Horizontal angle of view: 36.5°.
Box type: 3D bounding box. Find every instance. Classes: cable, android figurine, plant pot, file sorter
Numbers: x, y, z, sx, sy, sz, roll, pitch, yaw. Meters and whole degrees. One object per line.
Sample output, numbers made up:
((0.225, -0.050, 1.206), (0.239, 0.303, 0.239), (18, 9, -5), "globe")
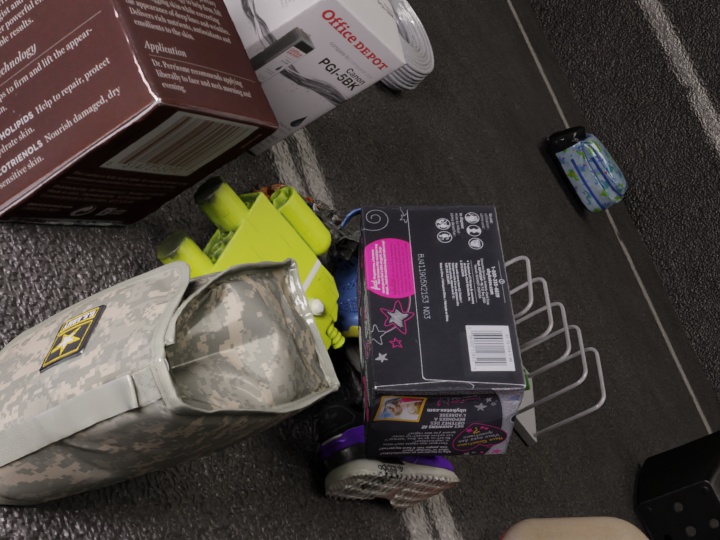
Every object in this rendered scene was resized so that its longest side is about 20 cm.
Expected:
((0.037, -0.370, 1.678), (0.201, 0.069, 0.200), (54, 23, -17), "cable")
((-0.084, 0.021, 0.931), (0.200, 0.041, 0.183), (51, 53, -30), "android figurine")
((0.567, 0.396, 1.794), (0.177, 0.199, 0.201), (-16, 78, -56), "plant pot")
((0.223, 0.101, 1.464), (0.200, 0.124, 0.139), (50, 24, -25), "file sorter")

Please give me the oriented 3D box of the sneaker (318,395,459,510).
((0.025, 0.165, 1.036), (0.200, 0.069, 0.100), (27, 38, -55), "sneaker")

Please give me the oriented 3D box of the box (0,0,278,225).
((-0.196, -0.158, 0.807), (0.166, 0.163, 0.201), (-1, 64, -64), "box")

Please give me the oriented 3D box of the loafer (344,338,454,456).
((0.054, 0.107, 1.079), (0.075, 0.070, 0.200), (47, -5, -41), "loafer")

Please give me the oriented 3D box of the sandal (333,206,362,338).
((0.000, 0.000, 1.132), (0.200, 0.079, 0.088), (-91, -178, -61), "sandal")

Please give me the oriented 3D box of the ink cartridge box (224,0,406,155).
((-0.076, -0.220, 1.089), (0.146, 0.199, 0.083), (30, 39, -51), "ink cartridge box")

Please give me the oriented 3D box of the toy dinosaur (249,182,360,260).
((-0.072, -0.036, 1.065), (0.136, 0.102, 0.199), (45, 34, 17), "toy dinosaur")

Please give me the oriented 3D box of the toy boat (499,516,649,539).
((0.238, 0.355, 1.213), (0.198, 0.131, 0.131), (3, 49, -14), "toy boat")

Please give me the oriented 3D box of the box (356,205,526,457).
((0.065, 0.053, 0.971), (0.115, 0.131, 0.201), (96, -7, -51), "box")

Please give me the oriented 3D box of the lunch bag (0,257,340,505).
((-0.134, 0.068, 0.679), (0.200, 0.163, 0.118), (-12, 80, -67), "lunch bag")

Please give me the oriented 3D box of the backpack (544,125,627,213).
((0.518, -0.228, 2.485), (0.163, 0.153, 0.202), (-45, 118, -74), "backpack")

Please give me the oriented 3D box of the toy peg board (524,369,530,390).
((0.120, 0.075, 1.203), (0.199, 0.097, 0.202), (-16, 90, -80), "toy peg board")
